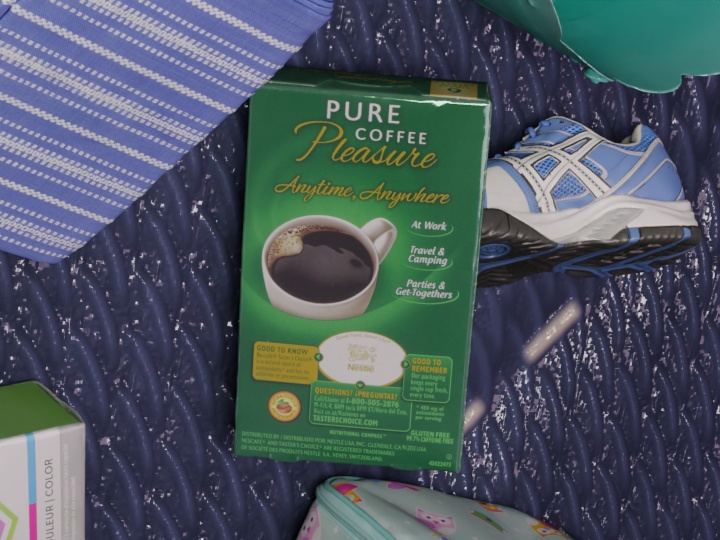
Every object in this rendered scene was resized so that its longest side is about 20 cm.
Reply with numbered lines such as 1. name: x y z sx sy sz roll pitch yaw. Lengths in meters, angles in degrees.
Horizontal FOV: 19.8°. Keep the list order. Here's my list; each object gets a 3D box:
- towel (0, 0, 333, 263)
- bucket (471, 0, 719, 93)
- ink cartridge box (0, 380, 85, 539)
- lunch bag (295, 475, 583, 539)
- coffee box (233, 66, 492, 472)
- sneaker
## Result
1. towel: -0.123 -0.082 0.905 0.200 0.024 0.144 -39 143 25
2. bucket: 0.128 -0.202 1.028 0.206 0.135 0.209 -14 116 -30
3. ink cartridge box: -0.228 0.126 0.956 0.199 0.059 0.105 -11 115 -31
4. lunch bag: 0.071 0.181 1.124 0.199 0.160 0.078 16 99 -37
5. coffee box: 0.000 0.000 1.040 0.122 0.044 0.201 3 109 3
6. sneaker: 0.086 -0.038 1.117 0.199 0.076 0.078 -1 69 -25
